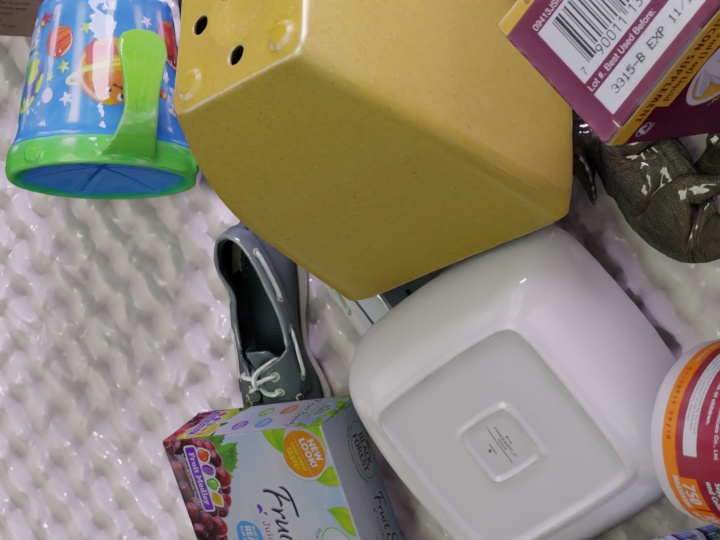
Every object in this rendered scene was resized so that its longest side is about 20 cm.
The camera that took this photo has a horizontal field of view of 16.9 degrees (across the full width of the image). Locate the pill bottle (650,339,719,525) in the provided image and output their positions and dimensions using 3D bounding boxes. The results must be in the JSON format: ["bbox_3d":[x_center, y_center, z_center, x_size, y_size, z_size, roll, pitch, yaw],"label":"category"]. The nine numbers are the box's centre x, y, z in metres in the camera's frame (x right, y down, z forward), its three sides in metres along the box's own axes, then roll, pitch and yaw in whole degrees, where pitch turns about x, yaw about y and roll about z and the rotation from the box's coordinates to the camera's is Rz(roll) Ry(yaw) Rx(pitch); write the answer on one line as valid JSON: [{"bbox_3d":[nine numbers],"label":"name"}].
[{"bbox_3d":[0.274,0.102,1.405,0.199,0.112,0.114,4,98,51],"label":"pill bottle"}]

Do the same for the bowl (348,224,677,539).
[{"bbox_3d":[0.100,0.096,1.538,0.199,0.075,0.200,-34,100,31],"label":"bowl"}]

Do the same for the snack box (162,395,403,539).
[{"bbox_3d":[-0.040,0.192,1.668,0.141,0.053,0.201,-9,107,34],"label":"snack box"}]

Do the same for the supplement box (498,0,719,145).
[{"bbox_3d":[0.193,-0.155,1.404,0.103,0.199,0.131,48,119,19],"label":"supplement box"}]

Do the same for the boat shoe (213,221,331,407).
[{"bbox_3d":[-0.068,0.063,1.696,0.072,0.062,0.202,-4,93,34],"label":"boat shoe"}]

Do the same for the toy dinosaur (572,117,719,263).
[{"bbox_3d":[0.191,-0.054,1.508,0.200,0.077,0.103,40,128,20],"label":"toy dinosaur"}]

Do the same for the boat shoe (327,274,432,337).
[{"bbox_3d":[0.000,0.000,1.633,0.201,0.073,0.067,61,145,11],"label":"boat shoe"}]

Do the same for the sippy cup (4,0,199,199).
[{"bbox_3d":[-0.181,-0.126,1.709,0.177,0.139,0.132,-6,78,32],"label":"sippy cup"}]

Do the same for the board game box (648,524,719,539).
[{"bbox_3d":[0.190,0.267,1.473,0.198,0.062,0.202,-14,88,-8],"label":"board game box"}]

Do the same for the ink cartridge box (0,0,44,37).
[{"bbox_3d":[-0.327,-0.256,1.775,0.200,0.164,0.075,41,114,23],"label":"ink cartridge box"}]

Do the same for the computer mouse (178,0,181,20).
[{"bbox_3d":[-0.073,-0.166,1.681,0.140,0.046,0.202,4,98,36],"label":"computer mouse"}]

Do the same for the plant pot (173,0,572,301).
[{"bbox_3d":[-0.005,-0.127,1.497,0.193,0.199,0.197,-22,53,40],"label":"plant pot"}]
